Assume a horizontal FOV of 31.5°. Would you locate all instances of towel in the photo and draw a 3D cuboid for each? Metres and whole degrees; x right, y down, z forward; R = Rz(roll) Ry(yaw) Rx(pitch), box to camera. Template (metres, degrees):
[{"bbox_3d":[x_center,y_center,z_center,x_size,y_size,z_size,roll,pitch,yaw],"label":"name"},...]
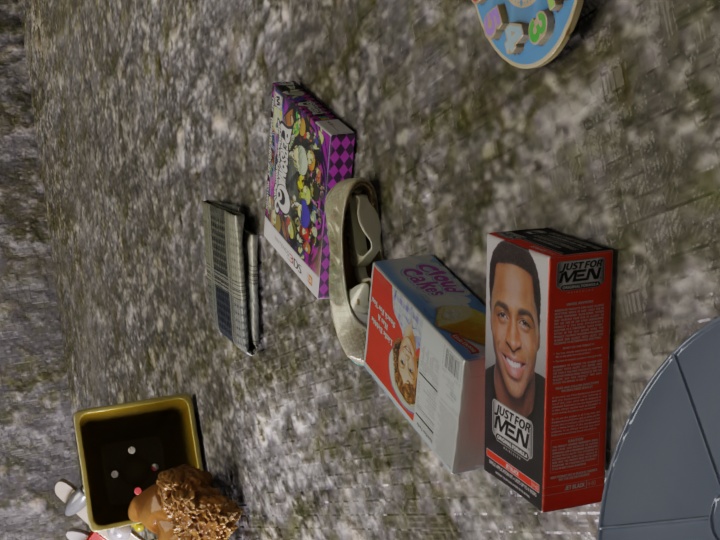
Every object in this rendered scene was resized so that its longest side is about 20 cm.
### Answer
[{"bbox_3d":[-0.182,0.002,1.806,0.192,0.034,0.203,-155,59,-67],"label":"towel"}]

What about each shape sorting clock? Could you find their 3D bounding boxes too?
[{"bbox_3d":[0.125,-0.260,0.995,0.200,0.039,0.203,174,90,-67],"label":"shape sorting clock"}]

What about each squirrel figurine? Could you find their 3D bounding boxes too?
[{"bbox_3d":[-0.253,0.401,1.938,0.188,0.140,0.200,66,154,23],"label":"squirrel figurine"}]

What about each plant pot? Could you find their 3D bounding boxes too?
[{"bbox_3d":[-0.373,0.328,2.145,0.200,0.193,0.197,134,127,-72],"label":"plant pot"}]

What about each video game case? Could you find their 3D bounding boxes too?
[{"bbox_3d":[-0.063,-0.096,1.483,0.181,0.035,0.202,-134,43,-53],"label":"video game case"}]

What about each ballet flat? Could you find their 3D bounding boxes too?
[{"bbox_3d":[0.000,0.000,1.327,0.062,0.067,0.202,-23,74,56],"label":"ballet flat"}]

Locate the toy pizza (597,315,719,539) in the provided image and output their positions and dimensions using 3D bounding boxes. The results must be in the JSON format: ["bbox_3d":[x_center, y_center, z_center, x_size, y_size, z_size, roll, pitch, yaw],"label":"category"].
[{"bbox_3d":[0.174,0.111,0.560,0.200,0.031,0.202,-49,32,45],"label":"toy pizza"}]

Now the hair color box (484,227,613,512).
[{"bbox_3d":[0.145,0.075,1.004,0.101,0.061,0.203,-154,61,-64],"label":"hair color box"}]

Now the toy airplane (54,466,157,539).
[{"bbox_3d":[-0.453,0.466,2.336,0.141,0.197,0.202,-142,48,-75],"label":"toy airplane"}]

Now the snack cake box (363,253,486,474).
[{"bbox_3d":[0.073,0.081,1.168,0.200,0.066,0.116,-132,40,-55],"label":"snack cake box"}]
